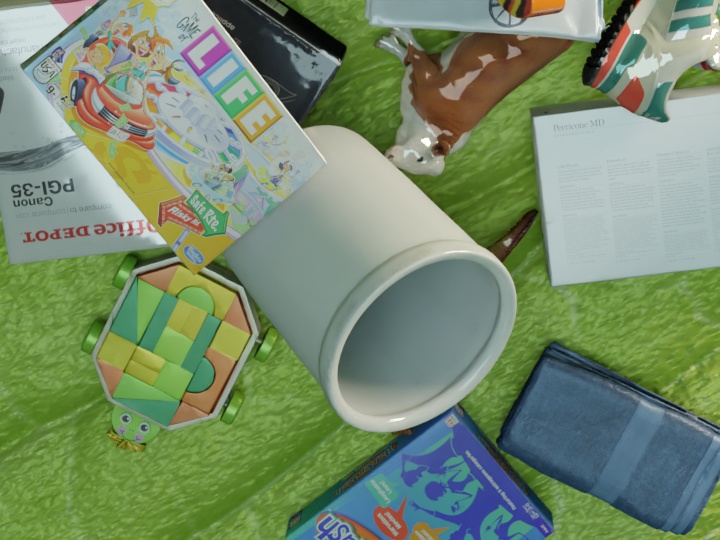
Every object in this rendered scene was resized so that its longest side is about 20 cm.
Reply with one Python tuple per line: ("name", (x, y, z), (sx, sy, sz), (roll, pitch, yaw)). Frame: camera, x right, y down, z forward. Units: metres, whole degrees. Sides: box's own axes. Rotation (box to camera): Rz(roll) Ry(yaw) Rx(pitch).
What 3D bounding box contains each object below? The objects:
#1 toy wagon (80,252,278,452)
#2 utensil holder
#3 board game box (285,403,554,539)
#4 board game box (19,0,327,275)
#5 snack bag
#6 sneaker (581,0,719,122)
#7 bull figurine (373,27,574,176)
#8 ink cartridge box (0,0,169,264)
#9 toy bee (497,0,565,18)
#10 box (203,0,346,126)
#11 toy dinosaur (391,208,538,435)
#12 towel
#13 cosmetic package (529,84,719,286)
("toy wagon", (-0.173, 0.084, 1.459), (0.155, 0.040, 0.201), (27, 105, -5))
("utensil holder", (0.000, 0.000, 1.284), (0.169, 0.200, 0.171), (-21, 135, -22))
("board game box", (0.054, 0.235, 1.488), (0.200, 0.045, 0.152), (-39, 101, 12))
("board game box", (-0.137, -0.116, 1.204), (0.134, 0.034, 0.200), (-40, 110, -4))
("snack bag", (0.106, -0.284, 1.321), (0.199, 0.021, 0.190), (3, 84, -4))
("sneaker", (0.271, -0.214, 1.332), (0.093, 0.070, 0.200), (34, 90, -7))
("bull figurine", (0.084, -0.173, 1.363), (0.200, 0.065, 0.122), (-38, 94, 7))
("ink cartridge box", (-0.213, -0.115, 1.263), (0.146, 0.083, 0.201), (-6, 105, 4))
("toy bee", (0.122, -0.304, 1.276), (0.130, 0.109, 0.201), (11, 97, -34))
("box", (-0.146, -0.155, 1.351), (0.196, 0.117, 0.200), (34, 103, -6))
("toy dinosaur", (0.072, 0.058, 1.421), (0.199, 0.105, 0.182), (-9, 126, -8))
("towel", (0.229, 0.154, 1.457), (0.199, 0.049, 0.112), (26, 105, -6))
("cosmetic package", (0.252, -0.075, 1.391), (0.199, 0.052, 0.152), (-6, 106, 4))
